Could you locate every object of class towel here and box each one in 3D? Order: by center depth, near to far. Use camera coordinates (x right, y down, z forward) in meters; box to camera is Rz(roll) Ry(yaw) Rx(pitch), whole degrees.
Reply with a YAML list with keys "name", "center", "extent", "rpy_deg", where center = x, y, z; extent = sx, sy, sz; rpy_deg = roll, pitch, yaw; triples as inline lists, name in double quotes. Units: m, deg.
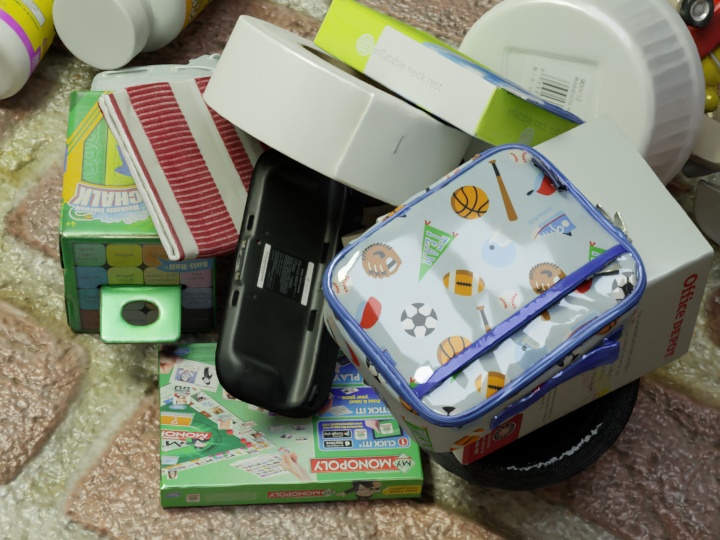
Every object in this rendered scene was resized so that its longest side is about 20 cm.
- name: "towel"
  center: [-0.107, -0.082, 1.512]
  extent: [0.199, 0.023, 0.145]
  rpy_deg: [-15, 76, -52]

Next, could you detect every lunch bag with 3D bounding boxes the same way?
- name: "lunch bag"
  center: [0.086, 0.017, 1.274]
  extent: [0.199, 0.076, 0.160]
  rpy_deg: [-34, 67, -16]

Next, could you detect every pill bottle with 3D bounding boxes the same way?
- name: "pill bottle"
  center: [-0.186, -0.264, 1.728]
  extent: [0.112, 0.113, 0.200]
  rpy_deg: [22, 43, 13]
- name: "pill bottle"
  center: [-0.304, -0.253, 1.733]
  extent: [0.104, 0.105, 0.201]
  rpy_deg: [18, 53, 10]

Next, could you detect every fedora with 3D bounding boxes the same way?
- name: "fedora"
  center: [0.119, 0.094, 1.495]
  extent: [0.199, 0.092, 0.202]
  rpy_deg: [0, 57, 0]

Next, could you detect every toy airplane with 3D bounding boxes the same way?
- name: "toy airplane"
  center: [0.261, -0.138, 1.670]
  extent: [0.141, 0.199, 0.201]
  rpy_deg: [30, 51, -33]

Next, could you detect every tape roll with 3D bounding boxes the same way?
- name: "tape roll"
  center: [-0.016, -0.118, 1.474]
  extent: [0.202, 0.202, 0.071]
  rpy_deg: [31, 99, 19]

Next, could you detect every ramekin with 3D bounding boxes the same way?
- name: "ramekin"
  center: [0.166, -0.138, 1.558]
  extent: [0.200, 0.201, 0.098]
  rpy_deg: [31, 25, 19]

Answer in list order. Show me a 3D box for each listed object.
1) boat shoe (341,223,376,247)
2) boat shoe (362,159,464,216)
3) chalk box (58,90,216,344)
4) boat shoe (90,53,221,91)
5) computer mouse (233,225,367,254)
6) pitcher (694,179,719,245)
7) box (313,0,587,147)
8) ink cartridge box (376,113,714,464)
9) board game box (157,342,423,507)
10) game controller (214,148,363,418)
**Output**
- name: "boat shoe"
  center: [0.056, -0.018, 1.545]
  extent: [0.200, 0.072, 0.063]
  rpy_deg: [-19, 93, -55]
- name: "boat shoe"
  center: [0.039, -0.099, 1.640]
  extent: [0.199, 0.060, 0.072]
  rpy_deg: [-17, 51, -33]
- name: "chalk box"
  center: [-0.174, -0.031, 1.553]
  extent: [0.123, 0.124, 0.201]
  rpy_deg: [0, 51, -5]
- name: "boat shoe"
  center: [-0.138, -0.156, 1.690]
  extent: [0.199, 0.070, 0.072]
  rpy_deg: [-5, 56, -5]
- name: "computer mouse"
  center: [0.000, 0.000, 1.586]
  extent: [0.199, 0.053, 0.139]
  rpy_deg: [21, 31, 15]
- name: "pitcher"
  center: [0.403, -0.039, 1.619]
  extent: [0.199, 0.121, 0.172]
  rpy_deg: [-23, 70, -8]
- name: "box"
  center: [0.074, -0.138, 1.464]
  extent: [0.200, 0.048, 0.122]
  rpy_deg: [34, 12, 36]
- name: "ink cartridge box"
  center: [0.128, 0.013, 1.404]
  extent: [0.199, 0.146, 0.145]
  rpy_deg: [-24, 61, -16]
- name: "board game box"
  center: [-0.057, 0.116, 1.506]
  extent: [0.198, 0.029, 0.135]
  rpy_deg: [-1, 52, -5]
- name: "game controller"
  center: [-0.053, 0.008, 1.488]
  extent: [0.104, 0.042, 0.201]
  rpy_deg: [20, 71, -28]
